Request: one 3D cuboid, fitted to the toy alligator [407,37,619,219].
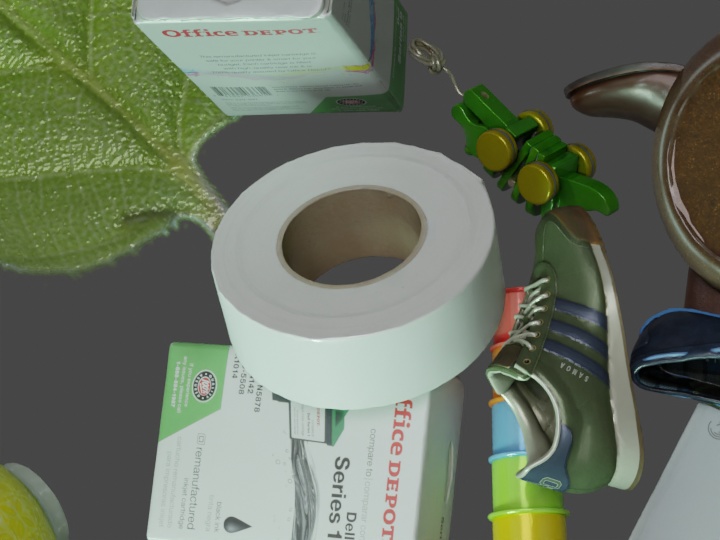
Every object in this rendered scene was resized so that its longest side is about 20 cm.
[{"bbox_3d":[0.102,-0.090,1.438,0.200,0.059,0.054,41,131,20],"label":"toy alligator"}]

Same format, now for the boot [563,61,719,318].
[{"bbox_3d":[0.229,-0.042,1.388,0.185,0.064,0.201,-1,85,26],"label":"boot"}]

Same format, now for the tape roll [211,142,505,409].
[{"bbox_3d":[0.000,0.000,1.383,0.201,0.071,0.203,-7,42,6],"label":"tape roll"}]

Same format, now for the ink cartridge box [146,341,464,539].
[{"bbox_3d":[-0.037,0.131,1.408,0.199,0.084,0.147,2,79,17],"label":"ink cartridge box"}]

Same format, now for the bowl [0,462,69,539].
[{"bbox_3d":[-0.276,0.199,1.438,0.200,0.201,0.108,39,47,20],"label":"bowl"}]

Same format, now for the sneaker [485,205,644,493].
[{"bbox_3d":[0.127,0.053,1.342,0.089,0.067,0.201,-4,73,-18],"label":"sneaker"}]

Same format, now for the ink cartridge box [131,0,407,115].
[{"bbox_3d":[-0.059,-0.181,1.424,0.144,0.200,0.088,1,78,16],"label":"ink cartridge box"}]

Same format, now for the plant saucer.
[{"bbox_3d":[0.275,-0.071,1.305,0.199,0.034,0.202,1,93,33],"label":"plant saucer"}]

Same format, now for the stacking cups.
[{"bbox_3d":[0.114,0.111,1.381,0.060,0.060,0.201,-5,77,15],"label":"stacking cups"}]

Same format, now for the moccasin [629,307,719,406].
[{"bbox_3d":[0.274,0.078,1.313,0.199,0.068,0.081,4,122,29],"label":"moccasin"}]

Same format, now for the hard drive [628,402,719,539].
[{"bbox_3d":[0.237,0.200,1.308,0.131,0.027,0.201,23,76,28],"label":"hard drive"}]
